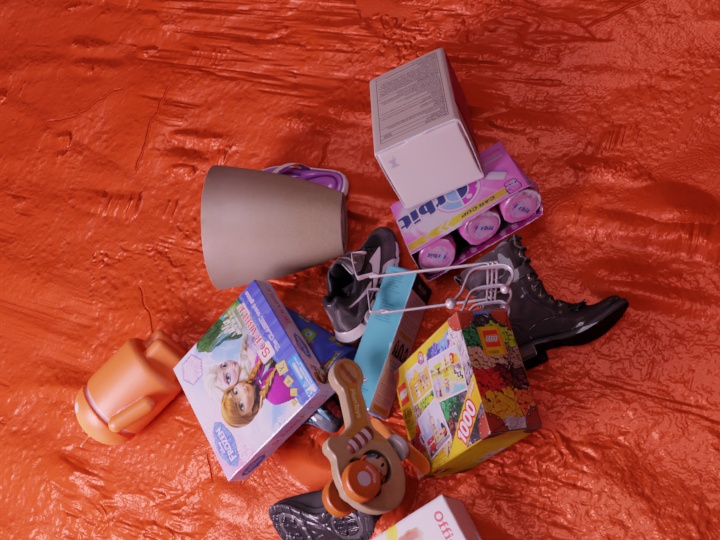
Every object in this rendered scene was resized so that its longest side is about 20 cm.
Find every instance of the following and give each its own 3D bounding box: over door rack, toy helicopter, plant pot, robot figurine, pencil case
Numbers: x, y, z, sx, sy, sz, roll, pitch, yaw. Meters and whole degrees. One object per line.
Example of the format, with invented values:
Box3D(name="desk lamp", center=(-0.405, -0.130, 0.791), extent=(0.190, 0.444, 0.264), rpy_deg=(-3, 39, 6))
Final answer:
Box3D(name="over door rack", center=(0.092, 0.037, 0.999), extent=(0.196, 0.148, 0.068), rpy_deg=(4, 69, 10))
Box3D(name="toy helicopter", center=(0.009, 0.205, 1.001), extent=(0.079, 0.130, 0.203), rpy_deg=(-51, 47, 49))
Box3D(name="plant pot", center=(-0.121, -0.068, 1.202), extent=(0.196, 0.188, 0.190), rpy_deg=(-1, 70, 5))
Box3D(name="robot figurine", center=(-0.358, 0.187, 1.221), extent=(0.200, 0.117, 0.144), rpy_deg=(-44, 62, 2))
Box3D(name="pencil case", center=(-0.096, 0.109, 1.165), extent=(0.198, 0.079, 0.087), rpy_deg=(27, 53, 28))

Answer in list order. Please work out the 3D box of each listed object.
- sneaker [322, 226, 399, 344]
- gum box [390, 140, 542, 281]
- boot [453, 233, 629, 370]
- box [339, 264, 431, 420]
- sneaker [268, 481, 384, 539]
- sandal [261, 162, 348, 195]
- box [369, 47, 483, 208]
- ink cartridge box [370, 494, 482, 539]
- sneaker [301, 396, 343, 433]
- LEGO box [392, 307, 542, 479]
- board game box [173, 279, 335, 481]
Box3D(name="sneaker", center=(0.000, 0.000, 1.135), extent=(0.066, 0.091, 0.202), rpy_deg=(-1, 49, 34))
Box3D(name="gum box", center=(0.153, -0.088, 1.126), extent=(0.198, 0.066, 0.114), rpy_deg=(-30, 42, 9))
Box3D(name="boot", center=(0.239, 0.027, 1.068), extent=(0.198, 0.069, 0.176), rpy_deg=(-27, 64, 13))
Box3D(name="box", center=(0.038, 0.102, 1.113), extent=(0.049, 0.082, 0.203), rpy_deg=(15, 77, 25))
Box3D(name="sneaker", center=(-0.041, 0.328, 1.071), extent=(0.198, 0.090, 0.077), rpy_deg=(-15, 100, 37))
Box3D(name="sandal", center=(-0.116, -0.141, 1.282), extent=(0.199, 0.050, 0.084), rpy_deg=(-4, 69, 21))
Box3D(name="box", center=(0.093, -0.209, 1.149), extent=(0.126, 0.109, 0.202), rpy_deg=(-20, 41, 17))
Box3D(name="ink cartridge box", center=(0.067, 0.397, 0.992), extent=(0.199, 0.083, 0.146), rpy_deg=(-34, 62, 7))
Box3D(name="sneaker", center=(-0.108, 0.204, 1.149), extent=(0.198, 0.079, 0.097), rpy_deg=(19, 89, 35))
Box3D(name="LEGO box", center=(0.126, 0.159, 0.993), extent=(0.076, 0.200, 0.151), rpy_deg=(-2, 63, -24))
Box3D(name="board game box", center=(-0.157, 0.154, 1.119), extent=(0.200, 0.041, 0.201), rpy_deg=(-46, 60, 18))
